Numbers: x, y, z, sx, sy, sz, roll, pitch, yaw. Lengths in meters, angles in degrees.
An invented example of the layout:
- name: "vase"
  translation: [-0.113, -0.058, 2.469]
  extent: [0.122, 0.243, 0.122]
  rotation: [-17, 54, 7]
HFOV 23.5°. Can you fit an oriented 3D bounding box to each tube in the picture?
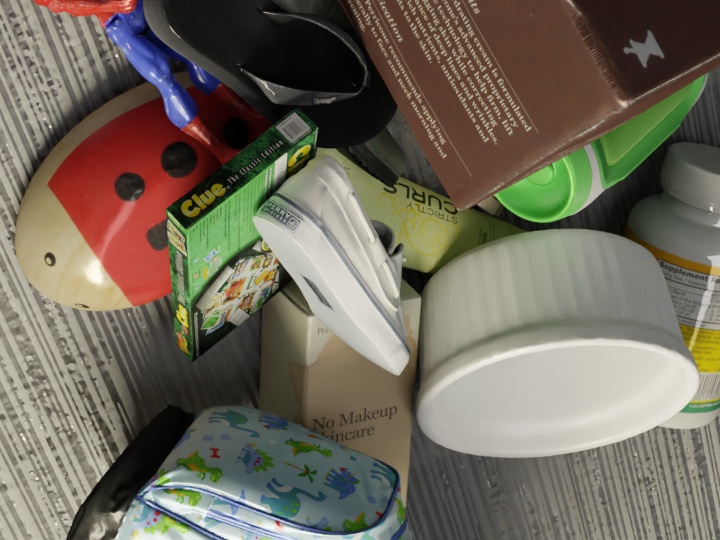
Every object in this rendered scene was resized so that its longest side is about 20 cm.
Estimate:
- name: "tube"
  translation: [0.043, -0.028, 1.231]
  extent: [0.200, 0.058, 0.052]
  rotation: [19, 126, -33]

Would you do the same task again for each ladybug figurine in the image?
- name: "ladybug figurine"
  translation: [-0.127, -0.047, 1.108]
  extent: [0.200, 0.072, 0.136]
  rotation: [-40, 127, -7]

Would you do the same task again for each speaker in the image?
- name: "speaker"
  translation: [0.166, -0.111, 1.194]
  extent: [0.200, 0.088, 0.089]
  rotation: [-40, 133, -41]

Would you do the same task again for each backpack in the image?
- name: "backpack"
  translation: [-0.067, 0.168, 1.140]
  extent: [0.200, 0.163, 0.154]
  rotation: [36, 109, 2]

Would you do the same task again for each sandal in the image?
- name: "sandal"
  translation: [-0.044, -0.126, 1.030]
  extent: [0.200, 0.043, 0.076]
  rotation: [22, 74, -44]

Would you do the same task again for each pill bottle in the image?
- name: "pill bottle"
  translation: [0.249, 0.010, 1.330]
  extent: [0.112, 0.113, 0.201]
  rotation: [1, 114, -30]

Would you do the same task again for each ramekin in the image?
- name: "ramekin"
  translation: [0.133, 0.052, 1.235]
  extent: [0.200, 0.098, 0.201]
  rotation: [-6, 152, -3]

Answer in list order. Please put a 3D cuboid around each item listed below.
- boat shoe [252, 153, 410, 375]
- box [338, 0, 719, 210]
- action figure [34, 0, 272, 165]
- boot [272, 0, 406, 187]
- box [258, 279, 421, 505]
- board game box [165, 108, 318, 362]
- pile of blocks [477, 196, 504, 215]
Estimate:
- name: "boat shoe"
  translation: [0.000, 0.000, 1.090]
  extent: [0.065, 0.073, 0.200]
  rotation: [-50, 150, -12]
- name: "box"
  translation: [0.119, -0.162, 1.009]
  extent: [0.164, 0.200, 0.166]
  rotation: [-28, 89, -28]
- name: "action figure"
  translation: [-0.120, -0.153, 1.019]
  extent: [0.200, 0.099, 0.065]
  rotation: [41, 56, -12]
- name: "boot"
  translation: [0.002, -0.158, 1.127]
  extent: [0.131, 0.068, 0.200]
  rotation: [-44, 121, -5]
- name: "box"
  translation: [-0.018, 0.097, 1.241]
  extent: [0.095, 0.078, 0.201]
  rotation: [-11, 119, -24]
- name: "board game box"
  translation: [-0.075, -0.017, 1.087]
  extent: [0.105, 0.023, 0.200]
  rotation: [-37, 163, -20]
- name: "pile of blocks"
  translation: [0.092, -0.123, 1.204]
  extent: [0.082, 0.062, 0.200]
  rotation: [-26, 125, -16]
